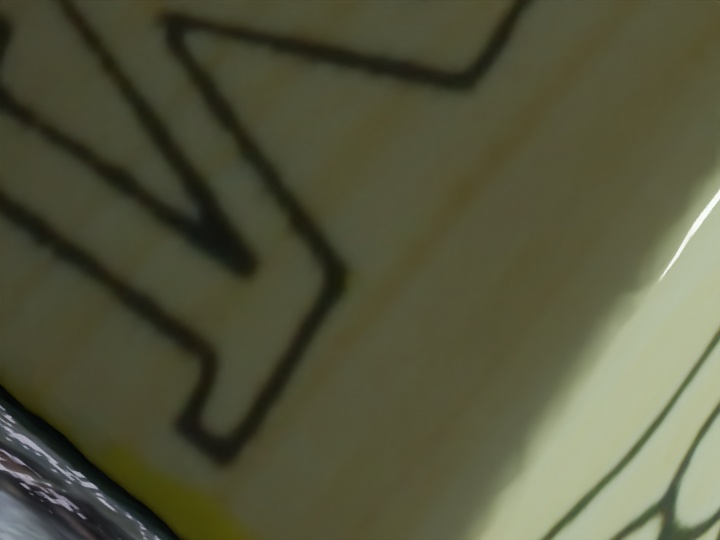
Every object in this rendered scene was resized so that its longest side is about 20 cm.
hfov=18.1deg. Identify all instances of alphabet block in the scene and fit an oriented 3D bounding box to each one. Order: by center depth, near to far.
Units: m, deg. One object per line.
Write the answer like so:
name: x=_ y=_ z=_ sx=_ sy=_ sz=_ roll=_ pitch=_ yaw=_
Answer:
alphabet block: x=0.023 y=-0.036 z=0.522 sx=0.196 sy=0.200 sz=0.195 roll=36 pitch=3 yaw=28
